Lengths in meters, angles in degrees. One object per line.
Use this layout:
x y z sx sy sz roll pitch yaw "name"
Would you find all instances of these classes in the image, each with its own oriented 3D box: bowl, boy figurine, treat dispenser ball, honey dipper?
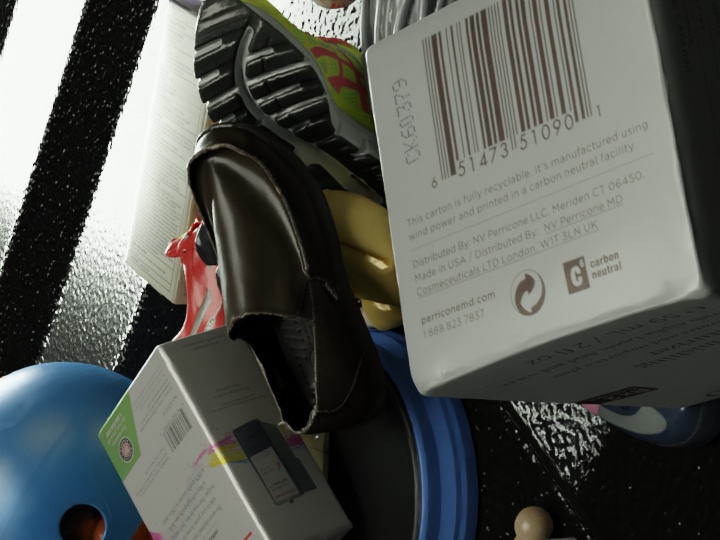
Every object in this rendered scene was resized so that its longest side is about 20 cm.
0.003 0.139 1.247 0.200 0.039 0.203 -3 86 57 "bowl"
0.000 0.000 1.197 0.199 0.125 0.065 14 57 30 "boy figurine"
-0.223 0.170 1.450 0.200 0.199 0.203 -2 87 57 "treat dispenser ball"
0.067 0.218 1.153 0.038 0.038 0.201 56 130 41 "honey dipper"

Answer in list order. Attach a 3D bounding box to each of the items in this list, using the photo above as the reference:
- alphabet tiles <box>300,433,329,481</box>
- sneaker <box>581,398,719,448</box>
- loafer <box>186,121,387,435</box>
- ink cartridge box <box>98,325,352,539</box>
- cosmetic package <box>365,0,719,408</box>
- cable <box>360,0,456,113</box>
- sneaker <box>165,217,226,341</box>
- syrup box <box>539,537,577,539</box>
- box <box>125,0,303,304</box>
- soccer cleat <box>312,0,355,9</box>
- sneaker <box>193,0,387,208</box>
-0.069 0.176 1.317 0.167 0.007 0.202 9 98 57 "alphabet tiles"
0.109 0.042 1.041 0.200 0.081 0.071 30 112 50 "sneaker"
-0.049 0.007 1.138 0.073 0.071 0.201 -26 92 36 "loafer"
-0.080 0.152 1.244 0.201 0.067 0.117 59 138 20 "ink cartridge box"
0.134 -0.038 0.874 0.164 0.199 0.167 -22 70 42 "cosmetic package"
0.073 -0.143 1.118 0.200 0.069 0.202 49 128 48 "cable"
-0.092 -0.025 1.313 0.084 0.077 0.202 8 86 26 "sneaker"
0.080 0.253 1.086 0.081 0.078 0.202 46 126 48 "syrup box"
-0.103 -0.085 1.382 0.095 0.077 0.202 36 119 52 "box"
-0.022 -0.194 1.191 0.068 0.200 0.086 15 121 12 "soccer cleat"
-0.036 -0.116 1.193 0.078 0.200 0.091 -16 50 26 "sneaker"
